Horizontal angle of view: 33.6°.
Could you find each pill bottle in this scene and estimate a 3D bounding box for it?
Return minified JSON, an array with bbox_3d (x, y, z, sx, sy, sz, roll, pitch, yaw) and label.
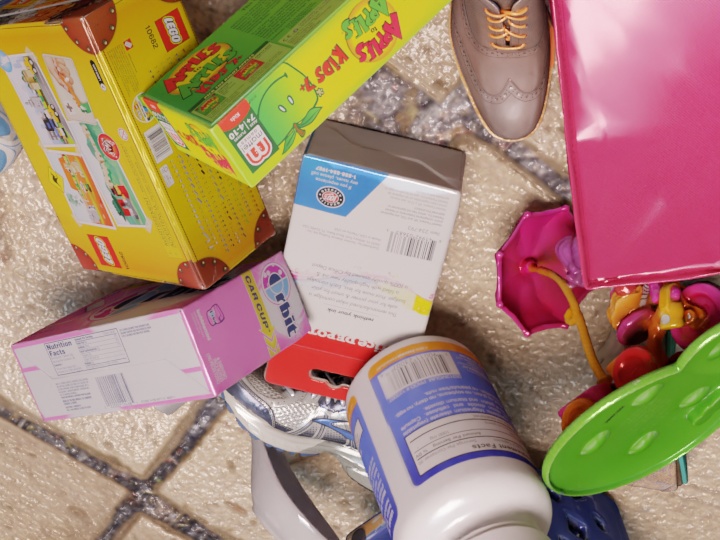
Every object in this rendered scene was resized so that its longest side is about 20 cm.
[{"bbox_3d":[0.066,0.149,0.830,0.111,0.200,0.113,-10,130,-12],"label":"pill bottle"}]

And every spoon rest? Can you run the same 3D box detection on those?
[{"bbox_3d":[-0.081,0.157,0.967,0.200,0.099,0.061,42,86,16],"label":"spoon rest"}]

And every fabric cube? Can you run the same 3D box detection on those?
[{"bbox_3d":[0.217,-0.130,0.711,0.199,0.200,0.197,-5,119,11],"label":"fabric cube"}]

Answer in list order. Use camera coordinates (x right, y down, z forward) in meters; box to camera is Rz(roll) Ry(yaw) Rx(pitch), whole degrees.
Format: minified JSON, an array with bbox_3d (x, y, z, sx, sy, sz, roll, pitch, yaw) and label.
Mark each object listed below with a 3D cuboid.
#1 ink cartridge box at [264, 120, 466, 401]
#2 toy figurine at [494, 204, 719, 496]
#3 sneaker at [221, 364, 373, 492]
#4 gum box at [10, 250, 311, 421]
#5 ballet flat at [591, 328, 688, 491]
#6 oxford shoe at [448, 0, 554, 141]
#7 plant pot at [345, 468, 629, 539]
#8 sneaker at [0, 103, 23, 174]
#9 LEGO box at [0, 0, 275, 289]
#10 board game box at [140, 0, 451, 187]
[{"bbox_3d":[0.000,0.000,0.893,0.115,0.067,0.201,14,122,0],"label":"ink cartridge box"},{"bbox_3d":[0.169,0.022,0.820,0.149,0.185,0.200,6,136,-38],"label":"toy figurine"},{"bbox_3d":[-0.019,0.106,0.963,0.199,0.077,0.085,26,117,-19],"label":"sneaker"},{"bbox_3d":[-0.152,0.050,0.878,0.199,0.113,0.066,-12,104,37],"label":"gum box"},{"bbox_3d":[0.214,0.093,0.924,0.067,0.068,0.201,-3,119,17],"label":"ballet flat"},{"bbox_3d":[0.089,-0.169,0.777,0.071,0.073,0.201,-7,120,10],"label":"oxford shoe"},{"bbox_3d":[0.100,0.267,0.941,0.200,0.201,0.180,-37,126,24],"label":"plant pot"},{"bbox_3d":[-0.345,-0.117,0.868,0.199,0.073,0.072,15,123,0],"label":"sneaker"},{"bbox_3d":[-0.163,-0.095,0.815,0.148,0.077,0.201,9,129,43],"label":"LEGO box"},{"bbox_3d":[-0.030,-0.145,0.729,0.200,0.101,0.048,-44,126,-13],"label":"board game box"}]
